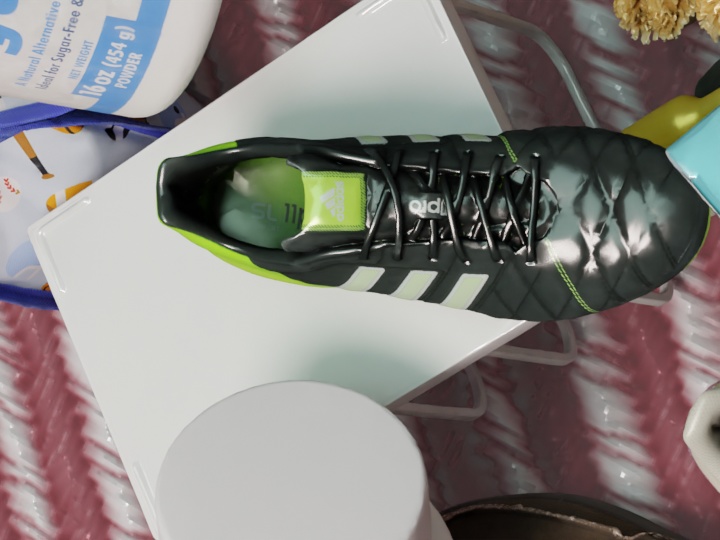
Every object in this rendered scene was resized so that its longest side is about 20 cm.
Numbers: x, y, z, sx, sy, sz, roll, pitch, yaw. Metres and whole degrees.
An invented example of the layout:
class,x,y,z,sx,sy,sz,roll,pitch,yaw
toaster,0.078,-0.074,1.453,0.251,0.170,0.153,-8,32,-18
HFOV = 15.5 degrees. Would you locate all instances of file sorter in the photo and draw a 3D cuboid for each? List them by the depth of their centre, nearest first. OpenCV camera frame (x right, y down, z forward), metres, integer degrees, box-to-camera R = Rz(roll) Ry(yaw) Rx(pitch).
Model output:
class,x,y,z,sx,sy,sz,roll,pitch,yaw
file sorter,0.000,0.000,1.042,0.200,0.124,0.139,-32,71,22

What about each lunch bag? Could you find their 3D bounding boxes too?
class,x,y,z,sx,sy,sz,roll,pitch,yaw
lunch bag,-0.167,-0.078,1.100,0.170,0.200,0.124,44,105,26

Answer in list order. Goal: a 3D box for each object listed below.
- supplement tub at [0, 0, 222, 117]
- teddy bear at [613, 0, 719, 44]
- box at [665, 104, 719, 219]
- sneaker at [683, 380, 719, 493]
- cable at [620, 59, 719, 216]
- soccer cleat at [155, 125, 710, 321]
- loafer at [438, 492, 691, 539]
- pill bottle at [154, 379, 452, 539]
class,x,y,z,sx,sy,sz,roll,pitch,yaw
supplement tub,-0.155,-0.134,0.960,0.132,0.199,0.133,-172,90,-69
teddy bear,0.140,-0.181,1.004,0.145,0.067,0.201,39,113,63
box,0.172,-0.006,0.903,0.049,0.200,0.082,-41,68,10
sneaker,0.206,0.095,0.938,0.199,0.090,0.075,22,95,29
cable,0.163,-0.069,0.942,0.200,0.097,0.051,128,150,-60
soccer cleat,0.021,-0.018,0.915,0.199,0.081,0.068,1,87,29
loafer,0.095,0.126,1.004,0.199,0.071,0.073,6,87,32
pill bottle,-0.017,0.139,0.973,0.113,0.200,0.114,-3,48,3
